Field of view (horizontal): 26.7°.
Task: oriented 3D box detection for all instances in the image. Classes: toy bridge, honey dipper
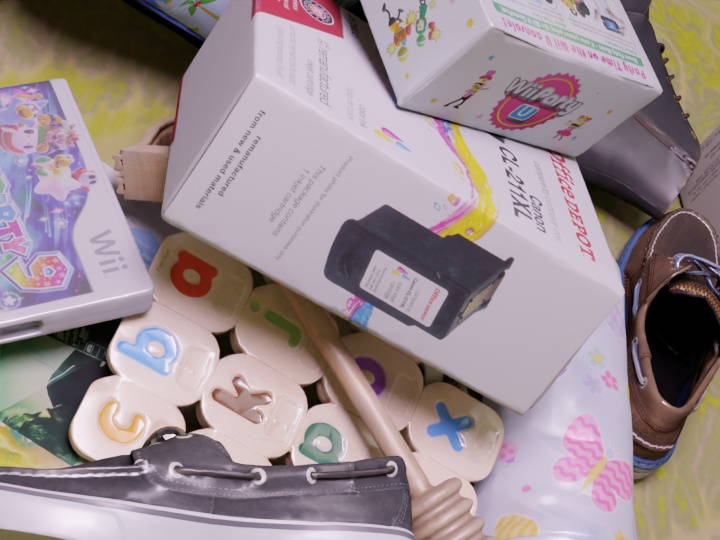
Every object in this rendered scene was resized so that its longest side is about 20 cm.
[{"bbox_3d":[-0.070,-0.074,0.820,0.067,0.027,0.200,5,19,28],"label":"toy bridge"},{"bbox_3d":[0.003,0.058,0.709,0.038,0.038,0.201,-25,81,-39],"label":"honey dipper"}]

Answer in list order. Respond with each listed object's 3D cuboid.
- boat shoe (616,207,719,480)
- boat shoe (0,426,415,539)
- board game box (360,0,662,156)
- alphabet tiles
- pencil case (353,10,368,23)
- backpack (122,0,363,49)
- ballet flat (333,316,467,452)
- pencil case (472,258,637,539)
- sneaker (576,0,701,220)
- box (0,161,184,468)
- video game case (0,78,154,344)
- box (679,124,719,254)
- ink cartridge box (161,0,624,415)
[{"bbox_3d":[0.188,0.030,0.889,0.072,0.072,0.201,28,49,-9],"label":"boat shoe"},{"bbox_3d":[-0.069,0.098,0.645,0.198,0.069,0.057,10,70,-21],"label":"boat shoe"},{"bbox_3d":[0.052,-0.166,0.744,0.147,0.064,0.201,9,53,-48],"label":"board game box"},{"bbox_3d":[-0.030,0.076,0.716,0.195,0.015,0.201,30,64,-12],"label":"alphabet tiles"},{"bbox_3d":[0.037,-0.158,0.887,0.093,0.091,0.200,-8,45,-29],"label":"pencil case"},{"bbox_3d":[-0.083,-0.225,0.817,0.199,0.147,0.184,22,38,-43],"label":"backpack"},{"bbox_3d":[0.000,0.000,0.808,0.069,0.070,0.201,-11,64,-34],"label":"ballet flat"},{"bbox_3d":[0.098,0.075,0.800,0.090,0.083,0.201,13,53,-15],"label":"pencil case"},{"bbox_3d":[0.178,-0.121,0.989,0.106,0.075,0.201,30,58,-3],"label":"sneaker"},{"bbox_3d":[-0.164,0.023,0.718,0.144,0.036,0.201,33,50,-6],"label":"box"},{"bbox_3d":[-0.210,-0.019,0.686,0.198,0.018,0.144,-13,54,-23],"label":"video game case"},{"bbox_3d":[0.267,0.006,0.955,0.081,0.068,0.202,9,55,-24],"label":"box"},{"bbox_3d":[0.015,-0.042,0.718,0.199,0.083,0.146,29,25,-19],"label":"ink cartridge box"}]
